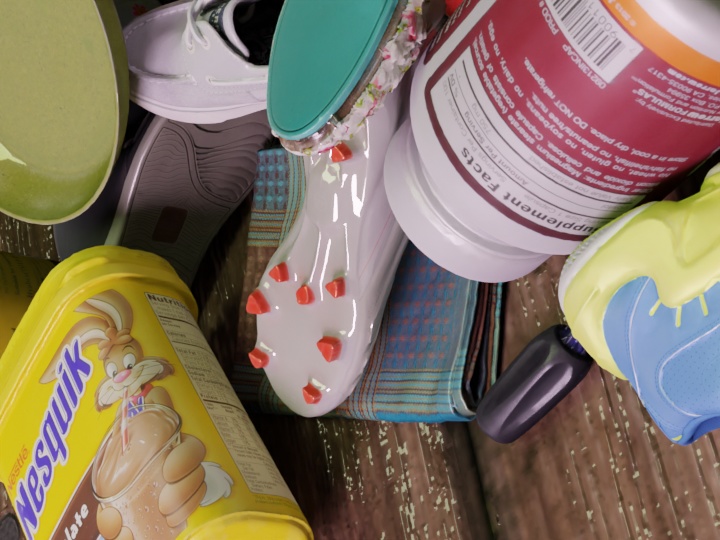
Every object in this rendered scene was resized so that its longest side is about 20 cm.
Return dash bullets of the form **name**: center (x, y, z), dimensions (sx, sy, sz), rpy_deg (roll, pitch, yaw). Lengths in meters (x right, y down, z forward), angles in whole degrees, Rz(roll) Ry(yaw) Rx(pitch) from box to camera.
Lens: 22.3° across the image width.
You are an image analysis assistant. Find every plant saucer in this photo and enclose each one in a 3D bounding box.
- **plant saucer**: center (-0.184, -0.123, 0.958), dimensions (0.199, 0.031, 0.201), rpy_deg (24, 128, 35)

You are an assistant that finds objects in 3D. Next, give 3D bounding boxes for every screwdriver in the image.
- **screwdriver**: center (0.114, 0.005, 0.746), dimensions (0.200, 0.029, 0.028), rpy_deg (-46, 47, 29)

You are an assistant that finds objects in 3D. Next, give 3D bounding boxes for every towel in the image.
- **towel**: center (0.000, 0.000, 0.895), dimensions (0.200, 0.022, 0.148), rpy_deg (-4, 77, 52)

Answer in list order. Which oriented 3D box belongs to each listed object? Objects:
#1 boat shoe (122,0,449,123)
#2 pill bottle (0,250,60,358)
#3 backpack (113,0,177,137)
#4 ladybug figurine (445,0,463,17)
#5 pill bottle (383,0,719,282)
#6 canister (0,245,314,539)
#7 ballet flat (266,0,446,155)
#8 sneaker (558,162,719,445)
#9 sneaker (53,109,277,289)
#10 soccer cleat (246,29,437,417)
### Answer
- **boat shoe**: center (-0.049, -0.113, 0.894), dimensions (0.199, 0.068, 0.072), rpy_deg (9, 74, 31)
- **pill bottle**: center (-0.265, 0.035, 1.086), dimensions (0.111, 0.199, 0.112), rpy_deg (-18, 67, 50)
- **backpack**: center (-0.198, -0.166, 1.064), dimensions (0.167, 0.126, 0.201), rpy_deg (-31, 89, 40)
- **ladybug figurine**: center (0.080, -0.169, 0.793), dimensions (0.200, 0.072, 0.137), rpy_deg (-13, 71, 51)
- **pill bottle**: center (0.090, -0.078, 0.709), dimensions (0.200, 0.112, 0.114), rpy_deg (-46, 46, 52)
- **canister**: center (-0.113, 0.105, 0.920), dimensions (0.149, 0.086, 0.200), rpy_deg (-58, 42, 23)
- **ballet flat**: center (0.013, -0.137, 0.753), dimensions (0.075, 0.064, 0.201), rpy_deg (3, 77, 41)
- **sneaker**: center (0.165, -0.005, 0.655), dimensions (0.200, 0.076, 0.105), rpy_deg (-40, 69, 39)
- **sneaker**: center (-0.119, -0.058, 1.021), dimensions (0.201, 0.075, 0.106), rpy_deg (-60, 38, 17)
- **soccer cleat**: center (-0.001, -0.021, 0.839), dimensions (0.069, 0.077, 0.201), rpy_deg (31, 126, 31)
